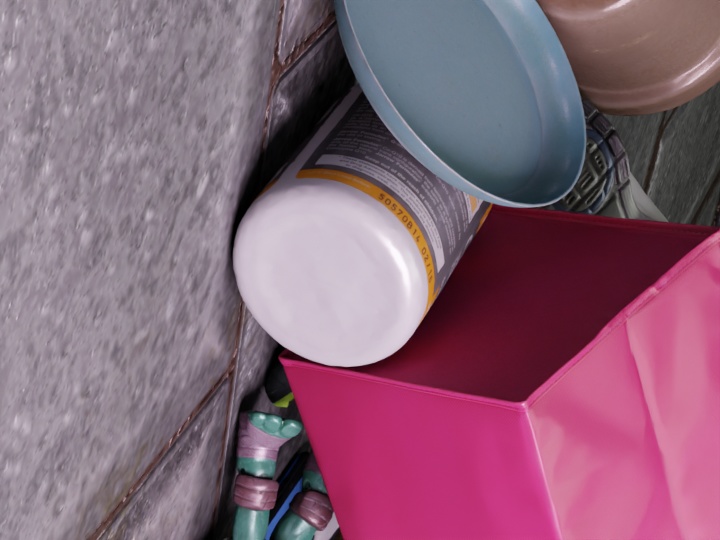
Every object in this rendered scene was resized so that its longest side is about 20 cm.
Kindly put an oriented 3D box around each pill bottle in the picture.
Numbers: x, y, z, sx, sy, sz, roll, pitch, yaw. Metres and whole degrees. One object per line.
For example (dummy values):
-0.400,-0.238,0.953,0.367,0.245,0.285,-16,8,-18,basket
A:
0.014,-0.042,1.311,0.200,0.116,0.117,-54,158,-52,pill bottle

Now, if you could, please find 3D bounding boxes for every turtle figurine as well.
-0.056,0.193,1.376,0.149,0.100,0.202,28,73,-57,turtle figurine

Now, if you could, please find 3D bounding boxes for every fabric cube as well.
0.106,0.097,1.337,0.200,0.195,0.201,-36,119,-35,fabric cube

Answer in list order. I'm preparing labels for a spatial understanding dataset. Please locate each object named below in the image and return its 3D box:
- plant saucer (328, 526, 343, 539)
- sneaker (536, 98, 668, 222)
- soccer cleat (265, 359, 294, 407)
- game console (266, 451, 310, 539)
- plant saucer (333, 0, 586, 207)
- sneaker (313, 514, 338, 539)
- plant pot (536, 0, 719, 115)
0.053,0.182,1.476,0.200,0.199,0.036,-55,135,-50,plant saucer
0.160,-0.045,1.533,0.074,0.200,0.087,-38,-164,0,sneaker
0.000,0.000,1.432,0.200,0.081,0.068,-47,179,-13,soccer cleat
-0.037,0.254,1.517,0.118,0.170,0.200,-48,-177,38,game console
0.052,-0.121,1.294,0.027,0.200,0.200,-32,-167,36,plant saucer
0.037,0.140,1.668,0.146,0.080,0.201,-39,154,-43,sneaker
0.157,-0.205,1.462,0.174,0.199,0.202,0,109,-72,plant pot
